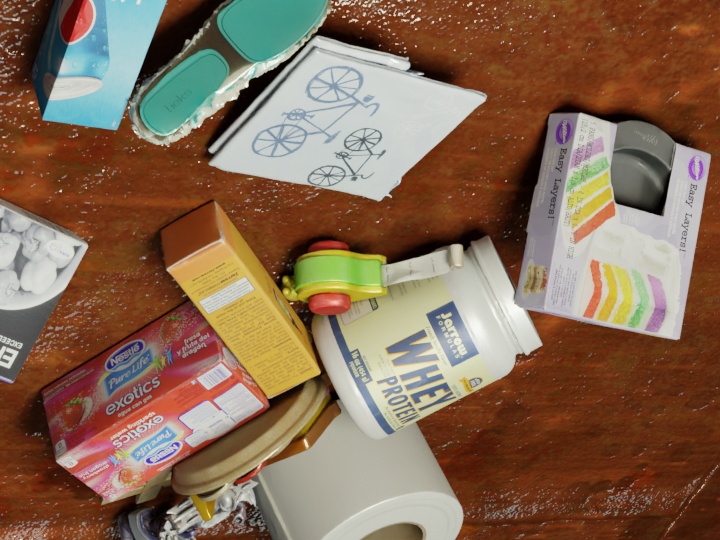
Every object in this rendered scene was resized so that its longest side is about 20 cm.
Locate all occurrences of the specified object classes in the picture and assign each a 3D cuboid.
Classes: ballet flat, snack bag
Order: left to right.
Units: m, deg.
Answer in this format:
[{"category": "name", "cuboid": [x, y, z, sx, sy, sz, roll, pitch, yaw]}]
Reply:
[{"category": "ballet flat", "cuboid": [-0.114, -0.179, 1.388, 0.199, 0.072, 0.072, -38, 140, -9]}, {"category": "snack bag", "cuboid": [-0.009, -0.131, 1.488, 0.199, 0.022, 0.188, 10, 145, -34]}]

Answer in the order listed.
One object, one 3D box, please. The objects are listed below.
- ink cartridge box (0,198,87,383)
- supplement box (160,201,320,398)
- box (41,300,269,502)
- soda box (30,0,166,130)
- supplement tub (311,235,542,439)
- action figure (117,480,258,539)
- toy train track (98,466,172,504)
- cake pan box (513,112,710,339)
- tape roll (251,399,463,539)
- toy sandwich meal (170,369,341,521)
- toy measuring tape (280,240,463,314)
[{"category": "ink cartridge box", "cuboid": [-0.366, 0.023, 1.452, 0.197, 0.043, 0.201, 27, 94, -42]}, {"category": "supplement box", "cuboid": [-0.112, 0.031, 1.589, 0.068, 0.067, 0.200, -29, 128, 9]}, {"category": "box", "cuboid": [-0.204, 0.127, 1.649, 0.199, 0.096, 0.100, -31, 137, 9]}, {"category": "soda box", "cuboid": [-0.200, -0.210, 1.321, 0.067, 0.064, 0.201, 5, 131, -28]}, {"category": "supplement tub", "cuboid": [0.066, 0.064, 1.663, 0.199, 0.146, 0.145, -27, 139, 6]}, {"category": "action figure", "cuboid": [-0.178, 0.263, 1.775, 0.129, 0.070, 0.200, -14, 169, -37]}, {"category": "toy train track", "cuboid": [-0.186, 0.204, 1.781, 0.198, 0.033, 0.115, -14, 162, -22]}, {"category": "cake pan box", "cuboid": [0.249, -0.045, 1.624, 0.183, 0.052, 0.202, 14, 86, -35]}, {"category": "tape roll", "cuboid": [-0.005, 0.252, 1.814, 0.201, 0.140, 0.204, -20, 144, -15]}, {"category": "toy sandwich meal", "cuboid": [-0.102, 0.175, 1.679, 0.204, 0.205, 0.071, -31, 106, 10]}, {"category": "toy measuring tape", "cuboid": [0.000, 0.000, 1.593, 0.199, 0.074, 0.073, -12, 147, 33]}]
